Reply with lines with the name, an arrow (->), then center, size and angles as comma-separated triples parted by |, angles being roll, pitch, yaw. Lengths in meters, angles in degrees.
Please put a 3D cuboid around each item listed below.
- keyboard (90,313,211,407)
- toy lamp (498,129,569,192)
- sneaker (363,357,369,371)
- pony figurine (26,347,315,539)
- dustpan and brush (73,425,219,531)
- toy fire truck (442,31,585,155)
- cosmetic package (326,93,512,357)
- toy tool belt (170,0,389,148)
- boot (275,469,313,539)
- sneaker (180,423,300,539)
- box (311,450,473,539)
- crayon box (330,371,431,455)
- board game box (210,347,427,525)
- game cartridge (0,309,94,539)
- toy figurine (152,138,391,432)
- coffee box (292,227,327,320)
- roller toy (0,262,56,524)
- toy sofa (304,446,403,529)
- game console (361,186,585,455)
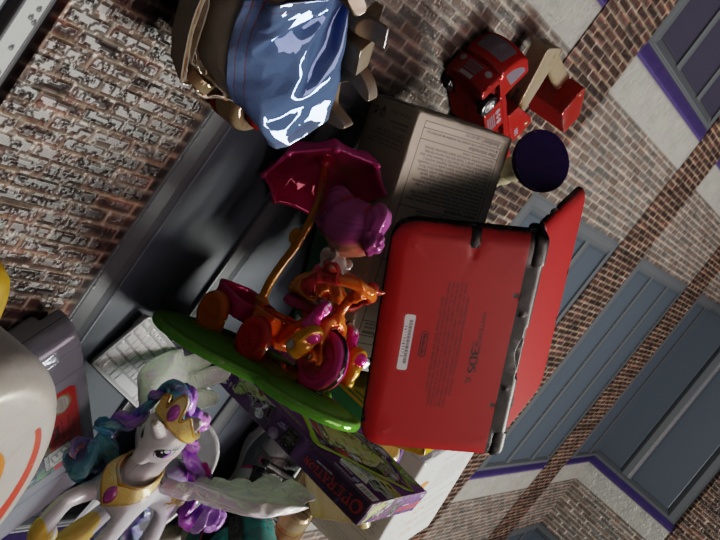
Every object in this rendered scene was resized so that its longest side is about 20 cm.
keyboard -> -0.166, 0.091, 1.016 | 0.056, 0.011, 0.200 | -45, 157, -11
toy lamp -> 0.110, -0.080, 1.086 | 0.058, 0.058, 0.200 | -41, -167, -18
sneaker -> 0.059, 0.039, 1.154 | 0.099, 0.071, 0.199 | -52, 154, 22
pony figurine -> -0.148, 0.157, 0.923 | 0.200, 0.167, 0.193 | -50, 162, 16
dustpan and brush -> -0.166, 0.197, 1.116 | 0.140, 0.057, 0.200 | -48, 169, -4
toy fire truck -> 0.145, -0.166, 1.141 | 0.141, 0.049, 0.200 | -45, 157, -12
cosmetic package -> 0.038, -0.031, 1.007 | 0.103, 0.073, 0.201 | 13, 101, -35
toy tool belt -> -0.044, -0.131, 0.742 | 0.125, 0.123, 0.201 | -39, 156, -24
boot -> -0.074, 0.239, 1.373 | 0.166, 0.072, 0.200 | -44, -173, 45
sneaker -> -0.098, 0.236, 1.218 | 0.083, 0.121, 0.200 | 31, 102, -32
box -> 0.045, 0.245, 1.530 | 0.152, 0.106, 0.201 | -20, 144, -50
crayon box -> 0.039, 0.121, 1.199 | 0.127, 0.199, 0.051 | -18, 115, -51
board game box -> -0.040, 0.137, 1.076 | 0.032, 0.200, 0.120 | -54, 157, 16
game cartridge -> -0.253, 0.124, 0.876 | 0.133, 0.041, 0.201 | -33, 153, -27
toy figurine -> -0.036, -0.005, 0.916 | 0.150, 0.200, 0.185 | 23, 94, -43
coffee box -> 0.000, 0.000, 1.137 | 0.123, 0.044, 0.201 | -31, 151, -38
roller toy -> -0.266, 0.085, 0.650 | 0.201, 0.139, 0.182 | -57, 168, 12
toy sofa -> 0.023, 0.173, 1.277 | 0.200, 0.097, 0.083 | -51, 141, -56
game console -> 0.092, 0.034, 1.002 | 0.119, 0.171, 0.201 | -97, -167, -63
